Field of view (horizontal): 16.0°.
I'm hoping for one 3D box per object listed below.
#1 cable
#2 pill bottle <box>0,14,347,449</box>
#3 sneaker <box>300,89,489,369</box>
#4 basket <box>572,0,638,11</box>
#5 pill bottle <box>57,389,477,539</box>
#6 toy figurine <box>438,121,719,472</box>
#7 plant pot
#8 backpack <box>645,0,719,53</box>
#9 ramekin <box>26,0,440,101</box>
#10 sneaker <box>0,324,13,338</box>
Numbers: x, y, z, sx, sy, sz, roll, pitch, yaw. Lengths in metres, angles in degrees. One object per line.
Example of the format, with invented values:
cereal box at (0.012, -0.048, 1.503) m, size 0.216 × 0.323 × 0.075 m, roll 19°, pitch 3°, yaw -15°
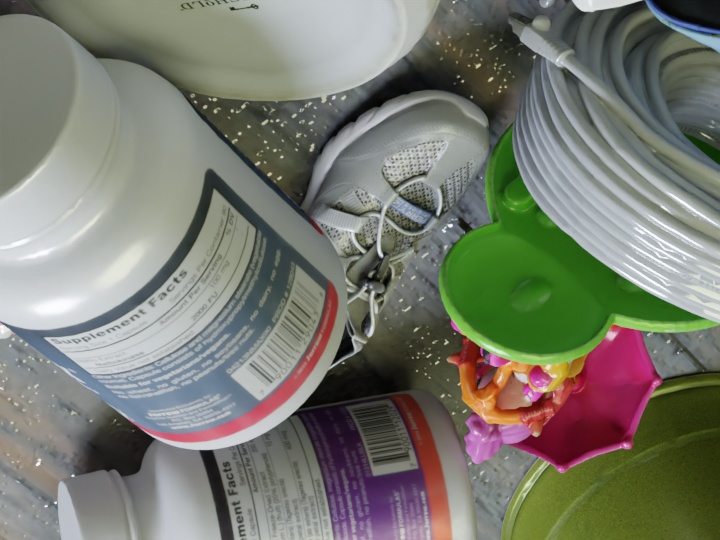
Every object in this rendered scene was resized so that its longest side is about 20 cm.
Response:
cable at (0.168, -0.053, 1.186) m, size 0.200 × 0.200 × 0.069 m, roll -4°, pitch 139°, yaw -35°
pill bottle at (-0.100, -0.017, 1.054) m, size 0.120 × 0.120 × 0.200 m, roll -34°, pitch 141°, yaw 9°
sneaker at (0.000, 0.000, 1.247) m, size 0.075 × 0.082 × 0.200 m, roll 22°, pitch 119°, yaw -35°
basket at (0.148, -0.212, 1.020) m, size 0.200 × 0.136 × 0.123 m, roll -20°, pitch 130°, yaw -4°
pill bottle at (-0.050, 0.130, 1.322) m, size 0.200 × 0.111 × 0.111 m, roll -9°, pitch 132°, yaw -14°
toy figurine at (0.101, 0.038, 1.278) m, size 0.200 × 0.150 × 0.184 m, roll -37°, pitch 156°, yaw -35°
plant pot at (0.202, 0.196, 1.424) m, size 0.200 × 0.193 × 0.200 m, roll -11°, pitch 133°, yaw -12°
backpack at (0.235, -0.135, 1.131) m, size 0.135 × 0.200 × 0.183 m, roll 51°, pitch 60°, yaw -42°
ramekin at (-0.051, -0.151, 1.014) m, size 0.200 × 0.105 × 0.200 m, roll 10°, pitch 155°, yaw 5°
sneaker at (-0.148, 0.002, 1.195) m, size 0.200 × 0.075 × 0.105 m, roll 33°, pitch 108°, yaw -31°
